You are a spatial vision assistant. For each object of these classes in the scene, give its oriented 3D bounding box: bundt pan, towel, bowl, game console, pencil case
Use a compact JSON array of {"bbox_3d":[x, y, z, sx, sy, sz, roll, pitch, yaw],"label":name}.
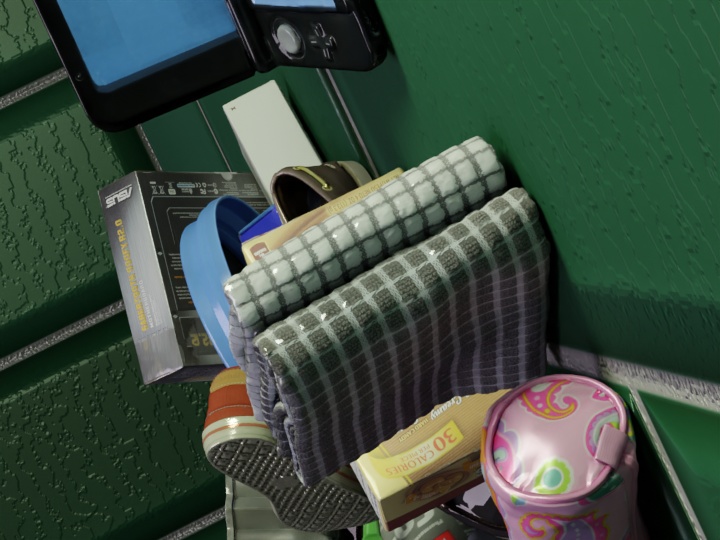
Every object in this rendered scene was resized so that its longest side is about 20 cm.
[{"bbox_3d":[-0.044,0.213,1.860,0.202,0.075,0.203,-6,-90,-86],"label":"bundt pan"},{"bbox_3d":[0.018,0.031,1.377,0.086,0.165,0.200,55,171,21],"label":"towel"},{"bbox_3d":[-0.067,0.040,1.928,0.201,0.039,0.201,55,-166,-21],"label":"bowl"},{"bbox_3d":[-0.104,-0.183,1.494,0.176,0.116,0.201,11,131,53],"label":"game console"},{"bbox_3d":[0.119,0.141,1.379,0.088,0.087,0.200,58,172,41],"label":"pencil case"}]

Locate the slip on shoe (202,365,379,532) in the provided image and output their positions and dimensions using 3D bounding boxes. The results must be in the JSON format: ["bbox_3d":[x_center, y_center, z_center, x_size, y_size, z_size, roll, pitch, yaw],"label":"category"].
[{"bbox_3d":[-0.037,0.116,1.642,0.200,0.074,0.061,42,-142,-53],"label":"slip on shoe"}]

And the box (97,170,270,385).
[{"bbox_3d":[-0.101,0.004,2.036,0.048,0.200,0.159,-24,76,40],"label":"box"}]

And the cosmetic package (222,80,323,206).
[{"bbox_3d":[-0.036,-0.042,1.987,0.200,0.050,0.083,61,178,26],"label":"cosmetic package"}]

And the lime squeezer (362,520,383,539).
[{"bbox_3d":[0.013,0.217,1.811,0.071,0.038,0.201,-48,-44,-69],"label":"lime squeezer"}]

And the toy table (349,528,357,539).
[{"bbox_3d":[0.041,0.244,2.050,0.200,0.183,0.117,49,-162,-29],"label":"toy table"}]

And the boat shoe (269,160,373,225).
[{"bbox_3d":[0.000,0.000,1.750,0.200,0.059,0.072,61,137,38],"label":"boat shoe"}]

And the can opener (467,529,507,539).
[{"bbox_3d":[0.077,0.136,1.722,0.200,0.067,0.053,61,172,25],"label":"can opener"}]

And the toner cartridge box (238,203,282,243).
[{"bbox_3d":[-0.004,0.035,1.865,0.095,0.043,0.201,-35,77,39],"label":"toner cartridge box"}]

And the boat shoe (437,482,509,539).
[{"bbox_3d":[0.044,0.122,1.674,0.200,0.073,0.075,25,109,50],"label":"boat shoe"}]

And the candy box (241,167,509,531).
[{"bbox_3d":[0.021,0.047,1.613,0.200,0.115,0.055,60,174,28],"label":"candy box"}]

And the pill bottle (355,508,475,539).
[{"bbox_3d":[0.077,0.220,1.838,0.114,0.114,0.200,67,172,-27],"label":"pill bottle"}]
